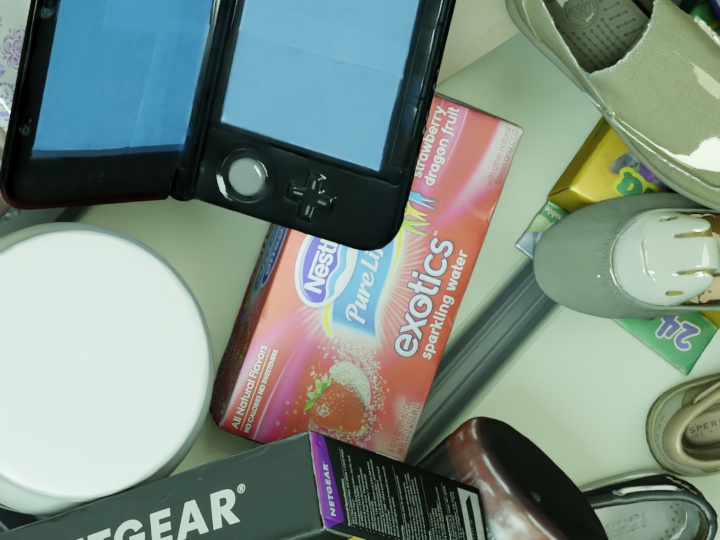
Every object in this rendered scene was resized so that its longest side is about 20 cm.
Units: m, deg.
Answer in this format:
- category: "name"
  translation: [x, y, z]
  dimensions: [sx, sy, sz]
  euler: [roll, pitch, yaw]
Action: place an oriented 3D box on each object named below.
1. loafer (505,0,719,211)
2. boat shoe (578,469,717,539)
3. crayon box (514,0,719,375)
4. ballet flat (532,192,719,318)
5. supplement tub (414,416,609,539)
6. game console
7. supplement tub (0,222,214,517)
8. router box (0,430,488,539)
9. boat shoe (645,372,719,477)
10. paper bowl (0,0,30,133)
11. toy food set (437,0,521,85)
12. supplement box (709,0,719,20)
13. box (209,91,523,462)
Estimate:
- category: "loafer"
  translation: [0.151, -0.102, 1.326]
  dimensions: [0.200, 0.068, 0.076]
  euler: [39, 90, 14]
- category: "boat shoe"
  translation: [0.095, 0.159, 1.362]
  dimensions: [0.199, 0.060, 0.074]
  euler: [-15, 94, -9]
- category: "crayon box"
  translation: [0.194, -0.059, 1.409]
  dimensions: [0.126, 0.052, 0.200]
  euler: [36, 80, -6]
- category: "ballet flat"
  translation: [0.192, -0.009, 1.345]
  dimensions: [0.199, 0.064, 0.068]
  euler: [1, 85, -11]
- category: "supplement tub"
  translation: [0.024, 0.173, 1.288]
  dimensions: [0.107, 0.107, 0.200]
  euler: [45, 106, -4]
- category: "game console"
  translation: [-0.055, -0.109, 1.195]
  dimensions: [0.172, 0.119, 0.200]
  euler: [18, 111, 12]
- category: "supplement tub"
  translation: [-0.148, 0.051, 1.254]
  dimensions: [0.140, 0.200, 0.141]
  euler: [1, 85, -11]
- category: "router box"
  translation: [-0.061, 0.137, 1.198]
  dimensions: [0.200, 0.149, 0.051]
  euler: [-21, 65, 28]
- category: "boat shoe"
  translation: [0.256, 0.068, 1.391]
  dimensions: [0.200, 0.065, 0.071]
  euler: [-21, 92, -5]
- category: "paper bowl"
  translation: [-0.105, -0.147, 1.308]
  dimensions: [0.200, 0.104, 0.201]
  euler: [2, 109, 5]
- category: "toy food set"
  translation: [0.043, -0.191, 1.394]
  dimensions: [0.200, 0.060, 0.144]
  euler: [-34, 103, -10]
- category: "supplement box"
  translation: [0.300, -0.162, 1.377]
  dimensions: [0.200, 0.103, 0.101]
  euler: [-18, 75, -33]
- category: "box"
  translation: [0.000, 0.000, 1.326]
  dimensions: [0.099, 0.095, 0.200]
  euler: [20, 93, -8]
